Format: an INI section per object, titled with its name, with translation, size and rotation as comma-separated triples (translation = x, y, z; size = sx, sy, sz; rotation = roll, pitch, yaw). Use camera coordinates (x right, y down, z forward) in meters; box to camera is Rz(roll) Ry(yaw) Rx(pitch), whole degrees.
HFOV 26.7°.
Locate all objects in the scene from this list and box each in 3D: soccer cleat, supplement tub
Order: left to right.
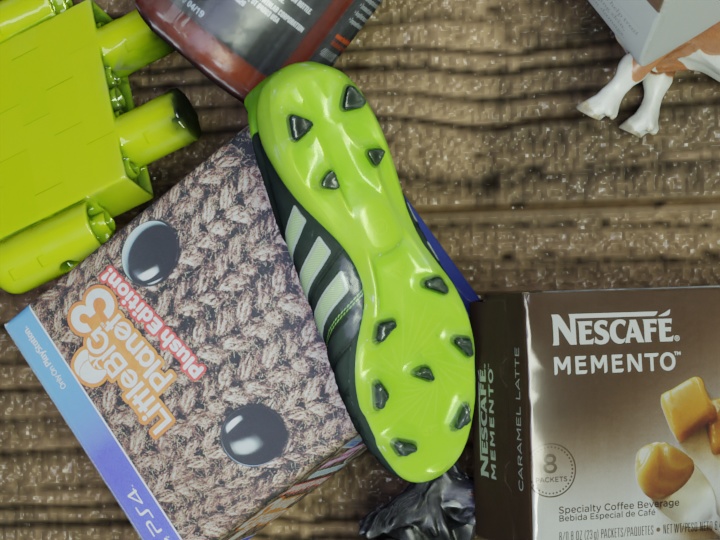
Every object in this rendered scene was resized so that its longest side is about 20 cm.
[supplement tub]
translation = -0.020, -0.184, 0.788
size = 0.107, 0.107, 0.200
rotation = 41, 98, 13
[soccer cleat]
translation = 0.000, 0.000, 0.701
size = 0.067, 0.081, 0.201
rotation = -23, 103, -18

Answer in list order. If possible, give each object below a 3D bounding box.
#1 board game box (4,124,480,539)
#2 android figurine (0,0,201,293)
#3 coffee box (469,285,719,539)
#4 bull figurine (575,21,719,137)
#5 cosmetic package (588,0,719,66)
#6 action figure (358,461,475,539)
[board game box]
translation = -0.053, 0.033, 0.796
size = 0.200, 0.097, 0.160
rotation = -39, 79, 11
[android figurine]
translation = -0.187, -0.073, 0.847
size = 0.199, 0.041, 0.183
rotation = -21, 63, 14
[coffee box]
translation = 0.156, 0.064, 0.701
size = 0.198, 0.080, 0.115
rotation = 0, 87, -14
[bull figurine]
translation = 0.179, -0.114, 0.752
size = 0.199, 0.065, 0.122
rotation = 27, 100, 17
[cosmetic package]
translation = 0.184, -0.192, 0.704
size = 0.199, 0.074, 0.102
rotation = -30, 71, -12
[action figure]
translation = 0.054, 0.173, 0.757
size = 0.101, 0.119, 0.202
rotation = 3, 99, 26
